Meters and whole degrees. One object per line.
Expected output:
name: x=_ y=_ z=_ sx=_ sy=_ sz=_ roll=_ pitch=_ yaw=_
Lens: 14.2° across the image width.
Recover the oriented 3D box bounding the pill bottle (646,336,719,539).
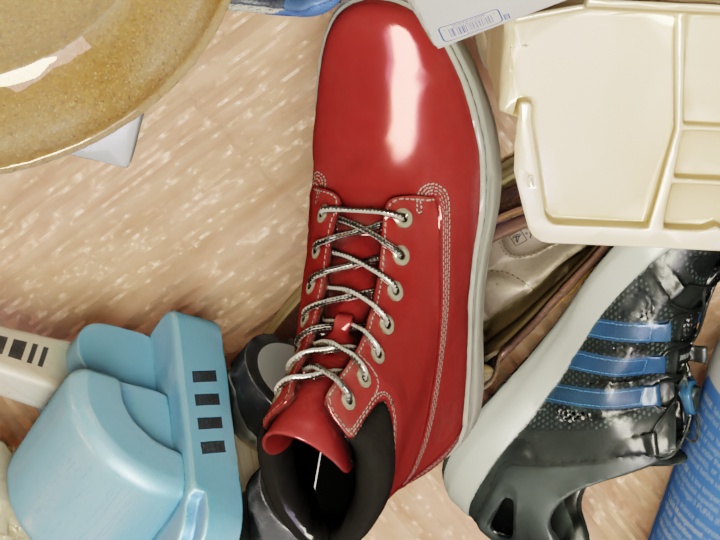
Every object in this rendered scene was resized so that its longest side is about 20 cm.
pill bottle: x=0.192 y=0.085 z=1.234 sx=0.112 sy=0.112 sz=0.200 roll=13 pitch=113 yaw=-8

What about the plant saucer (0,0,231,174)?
plant saucer: x=-0.143 y=-0.120 z=1.056 sx=0.200 sy=0.035 sz=0.201 roll=-11 pitch=136 yaw=-11

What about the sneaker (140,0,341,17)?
sneaker: x=-0.089 y=-0.147 z=1.135 sx=0.199 sy=0.085 sz=0.077 roll=12 pitch=112 yaw=-7

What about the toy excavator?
toy excavator: x=-0.117 y=0.053 z=1.183 sx=0.200 sy=0.195 sz=0.100 roll=17 pitch=131 yaw=-28

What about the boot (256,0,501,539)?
boot: x=0.000 y=0.000 z=1.108 sx=0.072 sy=0.144 sz=0.201 roll=3 pitch=107 yaw=21

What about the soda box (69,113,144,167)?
soda box: x=-0.181 y=-0.102 z=1.162 sx=0.199 sy=0.064 sz=0.068 roll=12 pitch=112 yaw=-7

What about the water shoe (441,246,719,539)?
water shoe: x=0.119 y=0.042 z=1.212 sx=0.079 sy=0.071 sz=0.200 roll=44 pitch=116 yaw=13

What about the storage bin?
storage bin: x=0.143 y=-0.084 z=1.110 sx=0.198 sy=0.200 sz=0.094 roll=2 pitch=112 yaw=-4

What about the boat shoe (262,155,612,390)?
boat shoe: x=0.030 y=0.022 z=1.220 sx=0.200 sy=0.072 sz=0.072 roll=-33 pitch=111 yaw=12

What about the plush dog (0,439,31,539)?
plush dog: x=-0.156 y=0.166 z=1.258 sx=0.172 sy=0.160 sz=0.200 roll=-42 pitch=81 yaw=29

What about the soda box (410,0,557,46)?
soda box: x=0.101 y=-0.149 z=0.966 sx=0.199 sy=0.068 sz=0.064 roll=-20 pitch=156 yaw=6
